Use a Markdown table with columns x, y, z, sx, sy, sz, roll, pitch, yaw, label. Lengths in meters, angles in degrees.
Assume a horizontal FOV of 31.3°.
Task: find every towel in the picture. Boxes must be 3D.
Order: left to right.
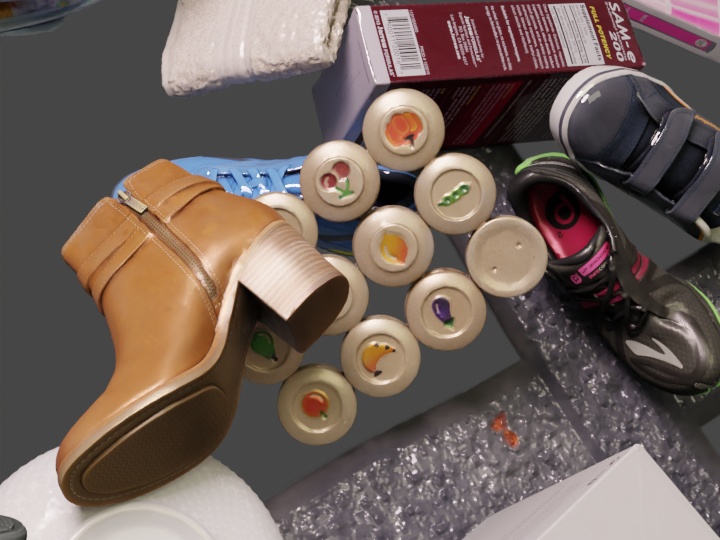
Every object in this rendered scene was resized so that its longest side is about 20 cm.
| x | y | z | sx | sy | sz | roll | pitch | yaw | label |
| --- | --- | --- | --- | --- | --- | --- | --- | --- | --- |
| -0.057 | -0.210 | 0.864 | 0.034 | 0.132 | 0.200 | 43 | 50 | -47 | towel |

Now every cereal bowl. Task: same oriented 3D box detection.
| x | y | z | sx | sy | sz | roll | pitch | yaw | label |
| --- | --- | --- | --- | --- | --- | --- | --- | --- | --- |
| -0.126 | 0.181 | 0.696 | 0.200 | 0.083 | 0.200 | 7 | 66 | -15 | cereal bowl |

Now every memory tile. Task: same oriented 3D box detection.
| x | y | z | sx | sy | sz | roll | pitch | yaw | label |
| --- | --- | --- | --- | --- | --- | --- | --- | --- | --- |
| 0.000 | 0.000 | 0.785 | 0.200 | 0.017 | 0.153 | -38 | 95 | 4 | memory tile |

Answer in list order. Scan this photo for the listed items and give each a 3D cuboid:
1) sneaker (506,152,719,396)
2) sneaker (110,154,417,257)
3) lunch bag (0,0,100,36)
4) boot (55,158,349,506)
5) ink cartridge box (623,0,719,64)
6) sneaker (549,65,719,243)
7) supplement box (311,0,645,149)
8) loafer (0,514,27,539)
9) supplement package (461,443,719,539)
| x | y | z | sx | sy | sz | roll | pitch | yaw | label |
| --- | --- | --- | --- | --- | --- | --- | --- | --- | --- |
| 0.163 | 0.007 | 0.858 | 0.200 | 0.077 | 0.084 | 49 | 26 | 15 | sneaker |
| -0.057 | -0.050 | 0.820 | 0.200 | 0.078 | 0.066 | 2 | 69 | -16 | sneaker |
| -0.213 | -0.255 | 0.823 | 0.200 | 0.127 | 0.170 | -32 | 82 | -17 | lunch bag |
| -0.123 | 0.028 | 0.721 | 0.155 | 0.074 | 0.200 | 34 | 59 | 29 | boot |
| 0.216 | -0.242 | 1.016 | 0.200 | 0.037 | 0.095 | 20 | 63 | -8 | ink cartridge box |
| 0.214 | -0.075 | 0.870 | 0.200 | 0.078 | 0.079 | 21 | 15 | -40 | sneaker |
| 0.079 | -0.132 | 0.881 | 0.200 | 0.109 | 0.061 | -6 | 70 | -22 | supplement box |
| -0.261 | 0.151 | 0.607 | 0.200 | 0.072 | 0.063 | 2 | 93 | -16 | loafer |
| 0.088 | 0.225 | 0.683 | 0.191 | 0.200 | 0.147 | -36 | 83 | -27 | supplement package |
